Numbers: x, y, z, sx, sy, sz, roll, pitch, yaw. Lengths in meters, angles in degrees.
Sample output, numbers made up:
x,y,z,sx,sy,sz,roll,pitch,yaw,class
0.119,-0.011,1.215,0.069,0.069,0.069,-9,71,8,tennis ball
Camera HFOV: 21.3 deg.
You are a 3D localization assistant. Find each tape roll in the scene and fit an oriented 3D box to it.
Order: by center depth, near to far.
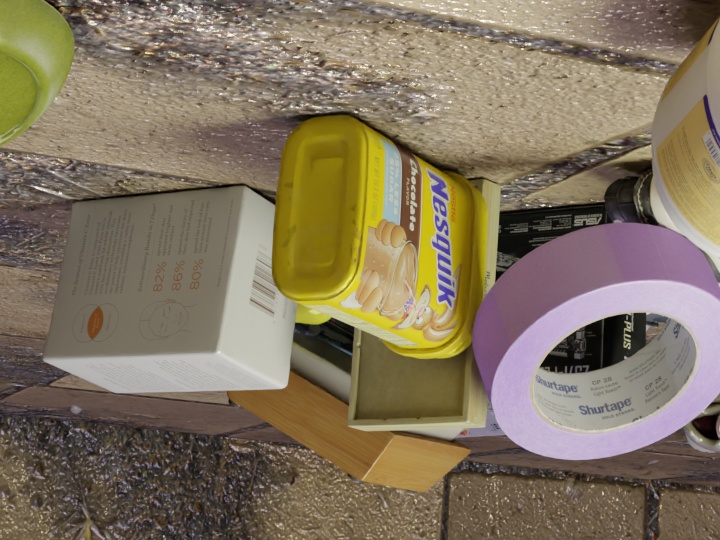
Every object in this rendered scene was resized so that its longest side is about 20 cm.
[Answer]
x,y,z,sx,sy,sz,roll,pitch,yaw,class
0.190,0.058,1.489,0.198,0.066,0.201,-7,135,-7,tape roll

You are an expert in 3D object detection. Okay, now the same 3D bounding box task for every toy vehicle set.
x,y,z,sx,sy,sz,roll,pitch,yaw,class
0.052,0.030,1.579,0.123,0.202,0.026,-4,166,38,toy vehicle set

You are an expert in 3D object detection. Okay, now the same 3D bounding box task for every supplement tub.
x,y,z,sx,sy,sz,roll,pitch,yaw,class
0.246,-0.083,1.083,0.144,0.147,0.200,4,169,-3,supplement tub

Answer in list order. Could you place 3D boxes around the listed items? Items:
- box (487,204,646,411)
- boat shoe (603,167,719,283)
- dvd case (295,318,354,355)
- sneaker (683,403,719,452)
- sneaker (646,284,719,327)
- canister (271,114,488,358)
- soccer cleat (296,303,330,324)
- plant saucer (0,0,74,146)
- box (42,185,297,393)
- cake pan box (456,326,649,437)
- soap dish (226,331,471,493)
x,y,z,sx,sy,sz,roll,pitch,yaw,class
0.146,0.037,1.684,0.199,0.165,0.086,-5,166,34,box
0.265,-0.030,1.540,0.060,0.075,0.199,-5,163,36,boat shoe
0.006,0.079,1.860,0.199,0.022,0.146,27,163,-4,dvd case
0.559,0.237,2.805,0.198,0.082,0.088,-4,169,29,sneaker
0.252,0.013,1.754,0.198,0.079,0.079,-3,162,23,sneaker
0.017,-0.023,1.460,0.086,0.150,0.200,-2,166,29,canister
-0.101,0.023,1.755,0.199,0.084,0.065,20,151,43,soccer cleat
-0.274,-0.113,1.199,0.198,0.031,0.200,-13,156,-6,plant saucer
-0.162,0.020,1.691,0.199,0.154,0.106,-3,159,33,box
0.187,0.088,1.929,0.052,0.184,0.199,51,150,-16,cake pan box
-0.016,0.128,1.756,0.199,0.082,0.157,29,-175,30,soap dish
